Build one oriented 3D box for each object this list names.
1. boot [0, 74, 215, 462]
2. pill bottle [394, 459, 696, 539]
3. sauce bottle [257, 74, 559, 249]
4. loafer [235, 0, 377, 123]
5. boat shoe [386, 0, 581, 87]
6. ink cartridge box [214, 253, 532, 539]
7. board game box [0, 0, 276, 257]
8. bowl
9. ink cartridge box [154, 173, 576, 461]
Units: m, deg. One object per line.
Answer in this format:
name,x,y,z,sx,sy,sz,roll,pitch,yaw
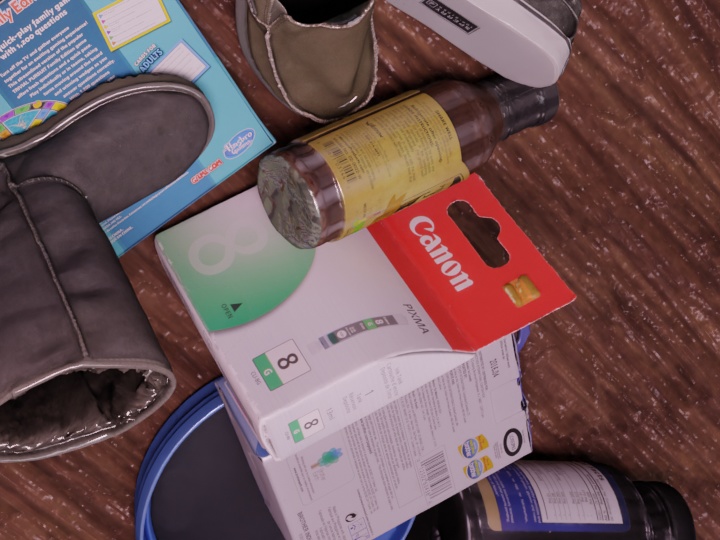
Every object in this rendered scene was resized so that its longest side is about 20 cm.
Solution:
boot,-0.130,-0.008,0.829,0.181,0.200,0.073,-27,126,-8
pill bottle,0.132,0.190,1.175,0.199,0.112,0.112,5,114,-27
sauce bottle,0.035,-0.075,0.995,0.199,0.065,0.065,-25,126,-28
loafer,-0.029,-0.144,0.921,0.075,0.070,0.200,-30,144,-7
boat shoe,0.047,-0.184,0.965,0.200,0.071,0.064,34,67,-27
ink cartridge box,0.026,0.082,1.023,0.199,0.076,0.137,-26,140,-9
board game box,-0.161,-0.106,0.913,0.151,0.047,0.200,-36,126,-3
bowl,-0.055,0.148,1.108,0.200,0.039,0.202,-11,121,-19
ink cartridge box,0.000,0.000,0.977,0.199,0.161,0.050,-28,140,-8
